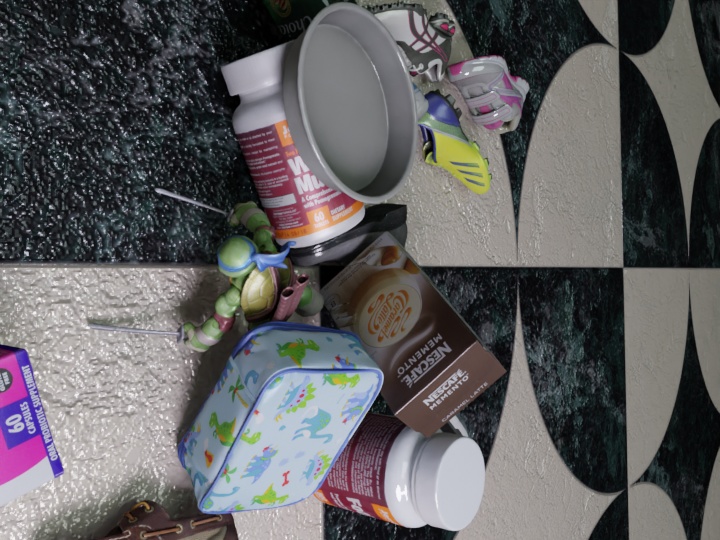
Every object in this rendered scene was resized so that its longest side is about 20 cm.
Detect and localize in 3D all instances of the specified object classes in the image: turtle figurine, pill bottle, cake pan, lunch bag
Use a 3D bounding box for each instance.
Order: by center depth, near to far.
[{"bbox_3d":[-0.076,0.148,0.684,0.160,0.083,0.201,8,121,-41],"label":"lunch bag"},{"bbox_3d":[-0.130,0.012,0.704,0.194,0.198,0.145,56,25,-56],"label":"turtle figurine"},{"bbox_3d":[-0.008,-0.169,0.712,0.199,0.036,0.203,6,83,-52],"label":"cake pan"},{"bbox_3d":[-0.073,-0.136,0.745,0.109,0.109,0.202,-37,116,-42],"label":"pill bottle"},{"bbox_3d":[0.034,0.225,0.786,0.113,0.198,0.116,2,87,-47],"label":"pill bottle"}]

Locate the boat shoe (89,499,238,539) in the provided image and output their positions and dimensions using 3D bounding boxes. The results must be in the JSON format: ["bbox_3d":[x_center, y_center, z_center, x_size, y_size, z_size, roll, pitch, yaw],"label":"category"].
[{"bbox_3d":[-0.200,0.250,0.634,0.198,0.072,0.073,11,50,-37],"label":"boat shoe"}]

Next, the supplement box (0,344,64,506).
[{"bbox_3d":[-0.324,0.131,0.461,0.199,0.103,0.102,-25,108,-44],"label":"supplement box"}]

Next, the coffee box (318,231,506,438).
[{"bbox_3d":[0.051,0.065,0.758,0.114,0.200,0.080,-42,136,4],"label":"coffee box"}]

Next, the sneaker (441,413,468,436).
[{"bbox_3d":[0.116,0.147,0.976,0.121,0.083,0.201,-51,124,-25],"label":"sneaker"}]

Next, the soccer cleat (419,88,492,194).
[{"bbox_3d":[0.131,-0.177,1.028,0.084,0.065,0.200,-44,130,-5],"label":"soccer cleat"}]

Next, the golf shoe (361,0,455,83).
[{"bbox_3d":[0.065,-0.311,0.935,0.199,0.077,0.089,-6,101,-48],"label":"golf shoe"}]

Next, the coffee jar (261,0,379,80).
[{"bbox_3d":[-0.051,-0.293,0.779,0.086,0.103,0.201,-53,125,-36],"label":"coffee jar"}]

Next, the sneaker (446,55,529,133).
[{"bbox_3d":[0.206,-0.273,1.085,0.199,0.081,0.089,11,79,-47],"label":"sneaker"}]

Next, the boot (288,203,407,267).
[{"bbox_3d":[0.000,0.000,0.860,0.199,0.069,0.133,-21,113,-40],"label":"boot"}]

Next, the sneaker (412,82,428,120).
[{"bbox_3d":[0.012,-0.177,0.885,0.072,0.072,0.200,40,61,1],"label":"sneaker"}]
